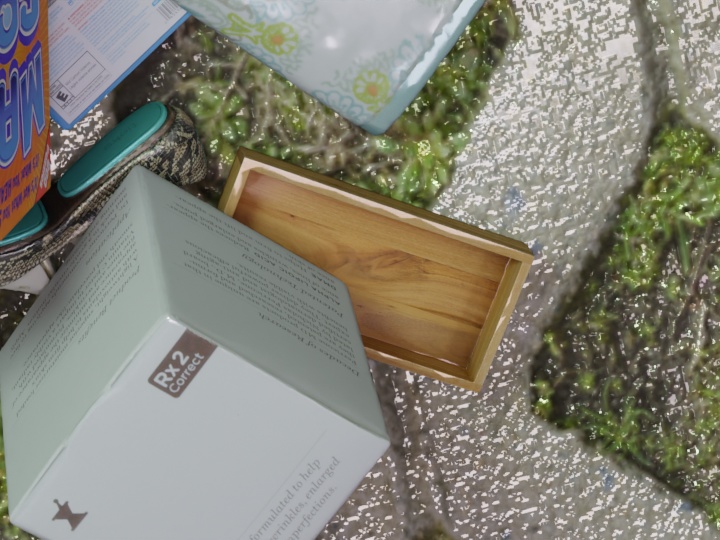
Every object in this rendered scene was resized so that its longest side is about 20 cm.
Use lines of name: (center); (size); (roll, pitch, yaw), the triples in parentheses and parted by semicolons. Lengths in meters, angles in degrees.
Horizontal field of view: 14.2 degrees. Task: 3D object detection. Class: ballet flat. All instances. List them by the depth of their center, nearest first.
ballet flat: (-0.183, -0.029, 1.803); (0.200, 0.068, 0.075); (-30, 120, -1)

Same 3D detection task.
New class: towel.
towel: (0.002, -0.206, 1.776); (0.171, 0.048, 0.200); (34, 97, -20)

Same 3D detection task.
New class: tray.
tray: (0.000, 0.000, 1.848); (0.200, 0.037, 0.099); (18, 103, -14)

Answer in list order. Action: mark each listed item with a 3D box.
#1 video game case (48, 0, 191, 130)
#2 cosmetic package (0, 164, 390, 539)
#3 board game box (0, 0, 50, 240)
video game case: (-0.199, -0.204, 1.769); (0.143, 0.018, 0.200); (-42, 107, 6)
cosmetic package: (-0.105, 0.076, 1.731); (0.165, 0.200, 0.165); (30, 110, -23)
board game box: (-0.299, -0.122, 1.662); (0.199, 0.200, 0.200); (3, 107, 7)
